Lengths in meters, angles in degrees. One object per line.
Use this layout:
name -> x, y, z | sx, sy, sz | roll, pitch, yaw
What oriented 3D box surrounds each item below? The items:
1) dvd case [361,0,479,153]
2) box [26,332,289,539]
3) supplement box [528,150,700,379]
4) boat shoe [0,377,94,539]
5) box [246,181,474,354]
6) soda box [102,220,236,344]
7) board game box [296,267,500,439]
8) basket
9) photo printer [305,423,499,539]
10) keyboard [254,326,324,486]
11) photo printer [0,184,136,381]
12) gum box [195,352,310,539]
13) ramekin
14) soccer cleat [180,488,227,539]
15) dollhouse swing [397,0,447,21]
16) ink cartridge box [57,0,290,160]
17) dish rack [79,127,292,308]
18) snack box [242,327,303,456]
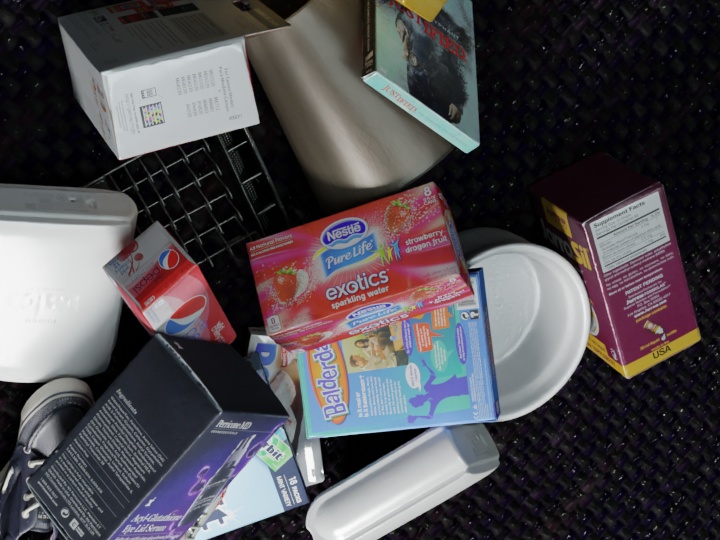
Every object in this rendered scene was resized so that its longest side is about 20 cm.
dvd case -> 0.057, -0.225, 1.578 | 0.022, 0.201, 0.145 | -31, 133, 34
box -> -0.188, 0.168, 1.555 | 0.200, 0.104, 0.148 | -48, 158, 12
supplement box -> 0.275, -0.007, 1.783 | 0.102, 0.131, 0.201 | -25, 117, -11
boat shoe -> -0.305, 0.202, 1.610 | 0.074, 0.093, 0.201 | 7, 132, -28
box -> 0.000, 0.000, 1.602 | 0.198, 0.101, 0.095 | -17, 162, 9
soda box -> -0.176, 0.032, 1.556 | 0.070, 0.063, 0.200 | -42, 159, -9
board game box -> 0.034, 0.084, 1.672 | 0.198, 0.045, 0.154 | -6, 95, 11
basket -> -0.020, -0.181, 1.596 | 0.179, 0.136, 0.201 | -29, 115, 16
photo printer -> 0.040, 0.232, 1.750 | 0.199, 0.166, 0.070 | -32, 79, 13
keyboard -> -0.075, 0.147, 1.770 | 0.056, 0.011, 0.202 | -12, 114, -12
photo printer -> -0.306, 0.019, 1.560 | 0.165, 0.070, 0.201 | 3, 124, -19
gum box -> -0.171, 0.196, 1.709 | 0.198, 0.045, 0.171 | -19, 116, -2
ramekin -> 0.137, 0.052, 1.769 | 0.198, 0.098, 0.203 | -8, 112, -19
soccer cleat -> -0.188, 0.259, 1.661 | 0.068, 0.085, 0.201 | 32, 105, -22
dollhouse swing -> 0.020, -0.355, 1.483 | 0.199, 0.182, 0.177 | 35, 98, 10
ink cartridge box -> -0.165, -0.187, 1.490 | 0.174, 0.200, 0.085 | -16, 116, -15
dish rack -> -0.183, -0.054, 1.620 | 0.199, 0.055, 0.154 | -29, 117, -9
snack box -> -0.098, 0.157, 1.748 | 0.071, 0.024, 0.202 | 4, 111, -15
